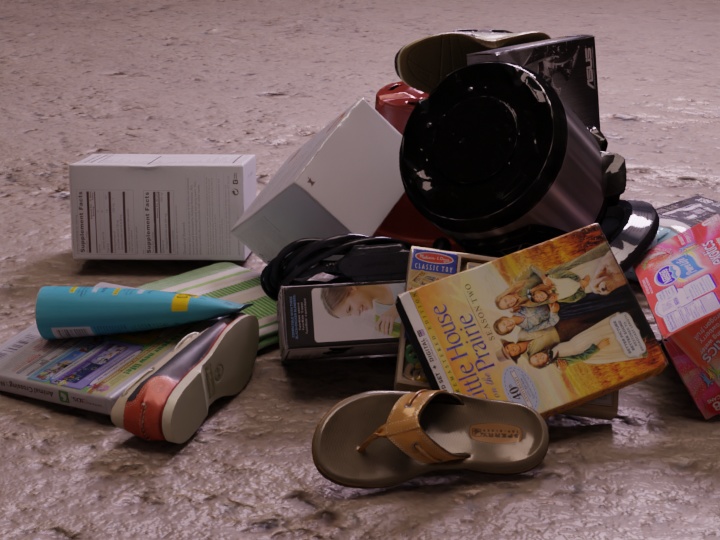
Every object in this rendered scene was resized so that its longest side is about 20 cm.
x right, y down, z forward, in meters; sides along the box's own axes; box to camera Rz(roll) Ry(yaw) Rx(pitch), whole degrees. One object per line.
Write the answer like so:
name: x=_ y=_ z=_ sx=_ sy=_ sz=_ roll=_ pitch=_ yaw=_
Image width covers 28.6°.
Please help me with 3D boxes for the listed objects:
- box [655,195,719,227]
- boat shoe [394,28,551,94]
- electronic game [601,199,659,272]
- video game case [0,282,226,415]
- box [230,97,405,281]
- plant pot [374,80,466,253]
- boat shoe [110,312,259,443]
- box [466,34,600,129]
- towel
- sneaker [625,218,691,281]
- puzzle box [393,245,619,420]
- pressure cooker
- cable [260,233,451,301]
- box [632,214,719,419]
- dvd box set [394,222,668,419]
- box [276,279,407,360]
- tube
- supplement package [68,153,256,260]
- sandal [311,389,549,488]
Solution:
box: x=0.403 y=-0.024 z=1.578 sx=0.157 sy=0.050 sz=0.199 roll=-17 pitch=26 yaw=-36
boat shoe: x=0.119 y=-0.231 z=1.563 sx=0.200 sy=0.072 sz=0.066 roll=-11 pitch=14 yaw=-27
electronic game: x=0.216 y=-0.009 z=1.450 sx=0.199 sy=0.042 sz=0.200 roll=-33 pitch=14 yaw=9
video game case: x=-0.244 y=0.071 z=1.361 sx=0.181 sy=0.022 sz=0.200 roll=8 pitch=27 yaw=30
box: x=-0.036 y=-0.077 z=1.484 sx=0.125 sy=0.097 sz=0.200 roll=-53 pitch=11 yaw=-25
plant pot: x=0.091 y=-0.108 z=1.604 sx=0.199 sy=0.197 sz=0.201 roll=-1 pitch=20 yaw=0
boat shoe: x=-0.151 y=0.092 z=1.278 sx=0.062 sy=0.072 sz=0.200 roll=5 pitch=26 yaw=21
box: x=0.193 y=-0.147 z=1.537 sx=0.158 sy=0.202 sz=0.048 roll=-16 pitch=16 yaw=-39
towel: x=-0.136 y=0.038 z=1.480 sx=0.152 sy=0.024 sz=0.199 roll=-19 pitch=26 yaw=-40
sneaker: x=0.277 y=-0.015 z=1.540 sx=0.082 sy=0.074 sz=0.199 roll=-22 pitch=18 yaw=-41
puzzle box: x=0.134 y=0.055 z=1.260 sx=0.198 sy=0.134 sz=0.025 roll=7 pitch=-23 yaw=-2
pressure cooker: x=0.152 y=-0.092 z=1.381 sx=0.176 sy=0.179 sz=0.200 roll=42 pitch=5 yaw=32
cable: x=0.000 y=0.000 z=1.397 sx=0.198 sy=0.051 sz=0.163 roll=-7 pitch=-10 yaw=11
box: x=0.326 y=0.039 z=1.312 sx=0.102 sy=0.095 sz=0.200 roll=-27 pitch=18 yaw=11
dvd box set: x=0.148 y=0.055 z=1.231 sx=0.199 sy=0.147 sz=0.029 roll=-19 pitch=-20 yaw=-13
box: x=0.021 y=0.046 z=1.336 sx=0.198 sy=0.061 sz=0.117 roll=-3 pitch=-8 yaw=-7
tube: x=-0.205 y=0.038 z=1.340 sx=0.198 sy=0.051 sz=0.077 roll=-1 pitch=6 yaw=6
supplement package: x=-0.224 y=-0.074 z=1.629 sx=0.198 sy=0.110 sz=0.114 roll=0 pitch=11 yaw=4
sandal: x=0.060 y=0.130 z=1.142 sx=0.198 sy=0.081 sz=0.054 roll=0 pitch=-24 yaw=-8
